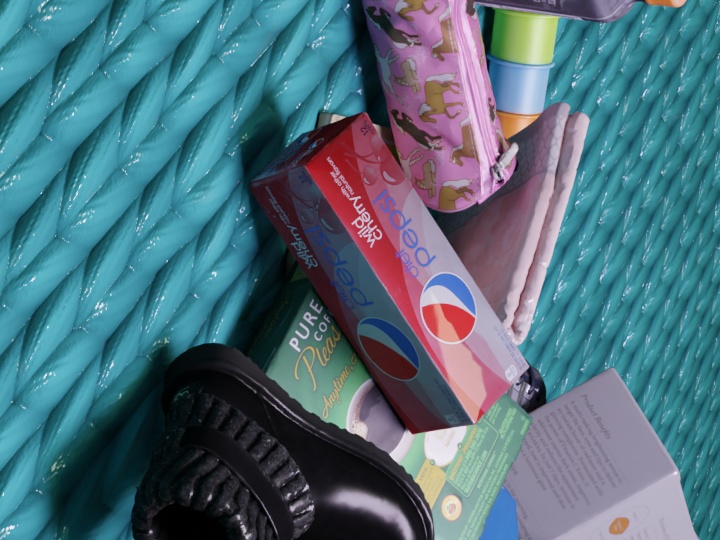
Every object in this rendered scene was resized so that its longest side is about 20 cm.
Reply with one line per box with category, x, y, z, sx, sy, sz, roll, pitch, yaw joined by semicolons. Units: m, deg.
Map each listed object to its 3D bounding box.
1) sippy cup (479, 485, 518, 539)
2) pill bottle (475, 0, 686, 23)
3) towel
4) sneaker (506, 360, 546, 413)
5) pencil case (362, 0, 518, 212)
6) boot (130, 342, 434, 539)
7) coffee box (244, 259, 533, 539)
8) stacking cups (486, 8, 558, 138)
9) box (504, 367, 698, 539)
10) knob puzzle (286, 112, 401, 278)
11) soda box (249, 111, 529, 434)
sippy cup;0.036;0.187;1.723;0.140;0.130;0.179;28;69;-64
pill bottle;0.128;-0.227;1.678;0.106;0.199;0.107;10;90;-69
towel;0.083;-0.007;1.751;0.200;0.032;0.192;-35;-147;61
sneaker;0.098;0.081;1.890;0.200;0.081;0.074;81;-13;-51
pencil case;0.052;-0.140;1.659;0.083;0.086;0.201;-74;154;-53
boot;-0.043;0.151;1.429;0.079;0.211;0.158;-45;-158;24
coffee box;0.014;0.089;1.601;0.200;0.044;0.123;41;60;-25
stacking cups;0.124;-0.143;1.900;0.060;0.060;0.201;-27;125;-64
box;0.144;0.192;1.905;0.200;0.107;0.152;-29;148;-2
knob puzzle;0.000;0.000;1.695;0.220;0.030;0.221;11;90;-69
soda box;0.018;0.004;1.548;0.063;0.070;0.200;-43;107;-34
